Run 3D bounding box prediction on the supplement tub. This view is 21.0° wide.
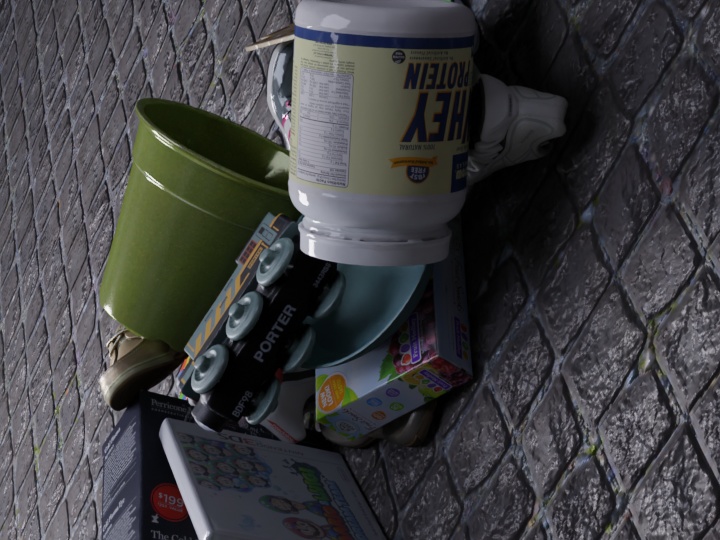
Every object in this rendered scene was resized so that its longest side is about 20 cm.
[{"bbox_3d":[0.016,-0.114,1.550,0.145,0.144,0.202,-150,60,-66],"label":"supplement tub"}]

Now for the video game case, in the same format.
[{"bbox_3d":[-0.074,0.201,1.717,0.024,0.181,0.200,-68,24,18],"label":"video game case"}]

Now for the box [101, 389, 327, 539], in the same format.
[{"bbox_3d":[-0.134,0.231,1.810,0.104,0.199,0.183,-53,32,41],"label":"box"}]

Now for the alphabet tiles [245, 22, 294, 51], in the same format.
[{"bbox_3d":[-0.023,-0.260,1.950,0.200,0.166,0.006,1,116,66],"label":"alphabet tiles"}]

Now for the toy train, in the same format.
[{"bbox_3d":[-0.087,0.042,1.666,0.201,0.085,0.114,-58,25,2],"label":"toy train"}]

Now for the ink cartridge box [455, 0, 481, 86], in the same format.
[{"bbox_3d":[0.067,-0.153,1.817,0.163,0.057,0.201,-58,47,32],"label":"ink cartridge box"}]

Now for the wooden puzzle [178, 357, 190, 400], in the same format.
[{"bbox_3d":[-0.147,0.075,1.966,0.185,0.046,0.201,-104,37,-72],"label":"wooden puzzle"}]

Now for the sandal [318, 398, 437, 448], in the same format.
[{"bbox_3d":[0.004,0.122,1.751,0.200,0.054,0.082,5,80,66],"label":"sandal"}]

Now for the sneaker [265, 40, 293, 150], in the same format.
[{"bbox_3d":[-0.037,-0.129,1.919,0.121,0.083,0.202,14,116,64],"label":"sneaker"}]

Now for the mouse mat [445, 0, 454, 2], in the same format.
[{"bbox_3d":[0.072,-0.178,1.686,0.161,0.007,0.201,100,168,-61],"label":"mouse mat"}]

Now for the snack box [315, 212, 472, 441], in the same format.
[{"bbox_3d":[0.025,0.031,1.710,0.142,0.053,0.201,-31,44,32],"label":"snack box"}]

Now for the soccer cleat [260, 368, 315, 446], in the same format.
[{"bbox_3d":[-0.058,0.089,1.880,0.068,0.085,0.200,-31,18,32],"label":"soccer cleat"}]

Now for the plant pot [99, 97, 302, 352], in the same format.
[{"bbox_3d":[-0.154,-0.032,1.824,0.191,0.199,0.200,-65,25,15],"label":"plant pot"}]

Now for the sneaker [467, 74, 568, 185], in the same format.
[{"bbox_3d":[0.121,-0.112,1.622,0.200,0.080,0.076,140,131,-82],"label":"sneaker"}]

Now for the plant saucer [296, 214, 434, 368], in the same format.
[{"bbox_3d":[0.000,0.000,1.687,0.199,0.036,0.201,-28,45,32],"label":"plant saucer"}]

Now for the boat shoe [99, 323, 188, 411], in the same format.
[{"bbox_3d":[-0.214,0.080,1.856,0.072,0.065,0.200,-42,-1,14],"label":"boat shoe"}]
